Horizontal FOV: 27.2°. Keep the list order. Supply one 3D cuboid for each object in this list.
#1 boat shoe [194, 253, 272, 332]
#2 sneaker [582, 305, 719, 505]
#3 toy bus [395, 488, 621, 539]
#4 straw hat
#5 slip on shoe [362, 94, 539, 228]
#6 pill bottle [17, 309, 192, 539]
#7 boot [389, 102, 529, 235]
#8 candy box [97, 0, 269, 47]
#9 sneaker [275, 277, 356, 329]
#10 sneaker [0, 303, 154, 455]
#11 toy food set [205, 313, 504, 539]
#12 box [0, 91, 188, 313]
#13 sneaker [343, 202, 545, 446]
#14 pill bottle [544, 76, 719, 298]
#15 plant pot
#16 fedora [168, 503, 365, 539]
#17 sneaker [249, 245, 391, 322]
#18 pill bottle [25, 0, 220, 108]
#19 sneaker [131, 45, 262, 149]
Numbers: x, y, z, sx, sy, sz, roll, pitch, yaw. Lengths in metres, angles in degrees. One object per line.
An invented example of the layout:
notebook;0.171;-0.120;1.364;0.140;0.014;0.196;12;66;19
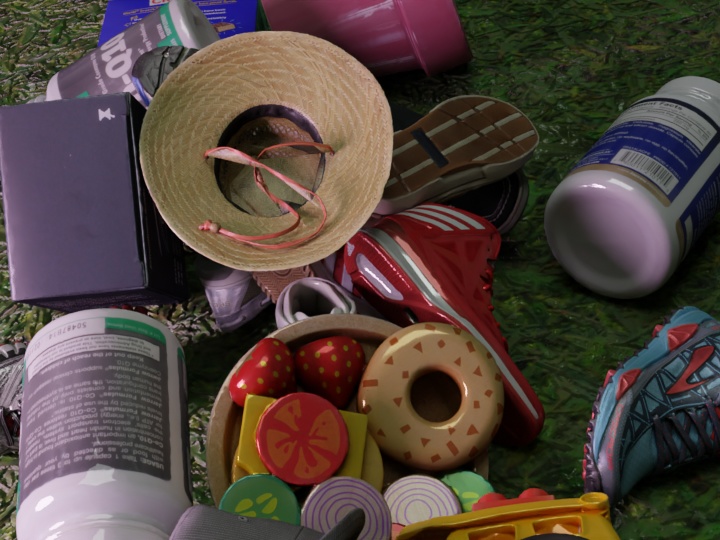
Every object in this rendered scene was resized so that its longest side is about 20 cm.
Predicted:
boat shoe;-0.053;-0.018;1.260;0.074;0.065;0.202;9;31;43
sneaker;0.225;0.095;1.032;0.095;0.080;0.200;20;44;30
toy bus;0.070;0.200;0.881;0.198;0.137;0.192;-9;23;2
straw hat;-0.067;-0.072;1.112;0.199;0.085;0.203;-1;64;2
slip on shoe;0.059;-0.082;1.189;0.199;0.061;0.076;-28;74;-39
pill bottle;-0.168;0.134;0.983;0.112;0.114;0.201;-8;47;-1
boot;0.037;-0.098;1.275;0.153;0.074;0.203;17;13;-36
candy box;-0.181;-0.213;1.530;0.168;0.077;0.201;-6;37;3
sneaker;-0.029;0.091;1.050;0.073;0.116;0.201;-9;38;-6
sneaker;-0.225;0.091;1.114;0.199;0.078;0.082;-27;41;-25
toy food set;-0.003;0.123;0.979;0.198;0.049;0.200;10;71;-10
box;-0.205;-0.047;1.167;0.103;0.149;0.200;-6;-6;2
sneaker;0.090;0.026;1.101;0.115;0.078;0.200;-32;78;-33
pill bottle;0.244;-0.075;1.232;0.115;0.116;0.200;17;41;29
plant pot;-0.001;-0.274;1.504;0.178;0.201;0.201;-22;35;6
fedora;-0.082;0.194;0.842;0.090;0.178;0.200;33;27;6
sneaker;0.000;0.000;1.175;0.200;0.071;0.112;41;51;14
pill bottle;-0.217;-0.156;1.378;0.199;0.113;0.113;-31;34;11
sneaker;-0.113;-0.104;1.205;0.089;0.200;0.079;-8;52;47
